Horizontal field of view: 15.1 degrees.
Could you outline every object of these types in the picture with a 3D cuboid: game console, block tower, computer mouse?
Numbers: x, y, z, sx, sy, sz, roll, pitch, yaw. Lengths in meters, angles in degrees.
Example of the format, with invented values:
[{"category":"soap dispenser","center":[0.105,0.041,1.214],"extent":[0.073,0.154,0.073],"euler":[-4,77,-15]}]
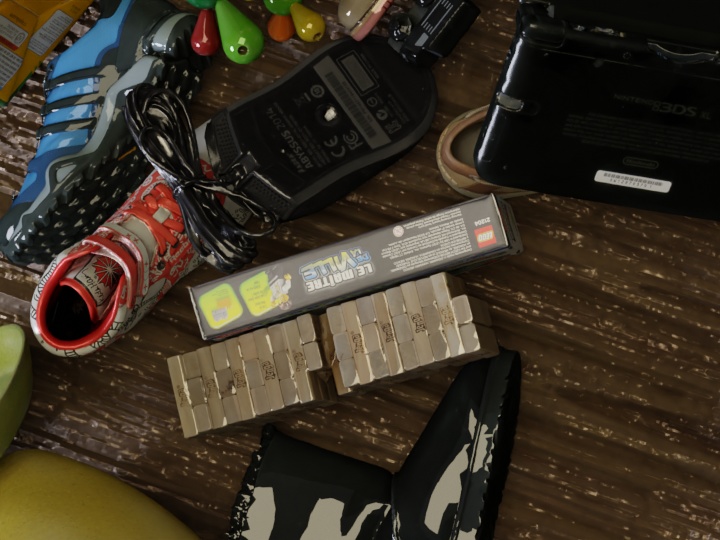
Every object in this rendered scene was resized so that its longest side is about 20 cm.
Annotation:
[{"category":"game console","center":[0.177,-0.140,1.660],"extent":[0.199,0.117,0.177],"euler":[8,126,-14]},{"category":"block tower","center":[-0.017,0.054,1.694],"extent":[0.199,0.058,0.054],"euler":[-17,80,14]},{"category":"computer mouse","center":[-0.043,-0.084,1.719],"extent":[0.199,0.053,0.139],"euler":[-25,73,-21]}]

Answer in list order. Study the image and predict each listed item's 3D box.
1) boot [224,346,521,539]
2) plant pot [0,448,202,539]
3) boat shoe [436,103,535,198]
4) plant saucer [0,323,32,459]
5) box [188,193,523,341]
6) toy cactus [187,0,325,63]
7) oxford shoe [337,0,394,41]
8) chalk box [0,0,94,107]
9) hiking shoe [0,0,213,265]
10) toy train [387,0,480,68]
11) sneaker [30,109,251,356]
[{"category":"boot","center":[0.009,0.133,1.719],"extent":[0.161,0.073,0.200],"euler":[12,88,15]},{"category":"plant pot","center":[-0.196,0.197,1.699],"extent":[0.200,0.200,0.142],"euler":[-41,57,5]},{"category":"boat shoe","center":[0.144,-0.084,1.703],"extent":[0.199,0.072,0.076],"euler":[-14,86,8]},{"category":"plant saucer","center":[-0.270,0.120,1.707],"extent":[0.031,0.200,0.200],"euler":[43,94,-18]},{"category":"box","center":[0.000,0.000,1.702],"extent":[0.199,0.110,0.035],"euler":[-17,85,7]},{"category":"toy cactus","center":[-0.095,-0.222,1.724],"extent":[0.164,0.102,0.201],"euler":[9,73,-6]},{"category":"oxford shoe","center":[0.017,-0.245,1.723],"extent":[0.074,0.070,0.201],"euler":[23,80,-10]},{"category":"chalk box","center":[-0.277,-0.225,1.736],"extent":[0.200,0.125,0.124],"euler":[42,94,24]},{"category":"hiking shoe","center":[-0.178,-0.095,1.762],"extent":[0.087,0.074,0.200],"euler":[38,91,28]},{"category":"toy train","center":[0.088,-0.209,1.690],"extent":[0.046,0.034,0.200],"euler":[46,107,31]},{"category":"sneaker","center":[-0.130,-0.021,1.720],"extent":[0.067,0.108,0.201],"euler":[45,95,1]}]
